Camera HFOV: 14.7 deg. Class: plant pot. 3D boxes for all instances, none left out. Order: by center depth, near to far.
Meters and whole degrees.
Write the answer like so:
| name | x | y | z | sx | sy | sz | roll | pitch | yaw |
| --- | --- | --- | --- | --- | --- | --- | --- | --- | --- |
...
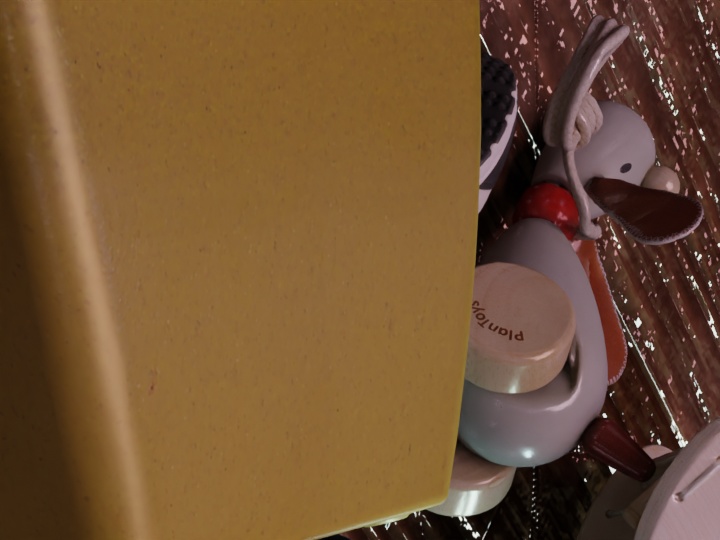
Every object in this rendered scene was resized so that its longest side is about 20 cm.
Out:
| name | x | y | z | sx | sy | sz | roll | pitch | yaw |
| --- | --- | --- | --- | --- | --- | --- | --- | --- | --- |
| plant pot | -0.084 | -0.004 | 0.714 | 0.200 | 0.200 | 0.177 | -8 | 84 | -54 |

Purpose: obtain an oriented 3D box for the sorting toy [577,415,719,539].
| name | x | y | z | sx | sy | sz | roll | pitch | yaw |
| --- | --- | --- | --- | --- | --- | --- | --- | --- | --- |
| sorting toy | 0.110 | 0.159 | 1.096 | 0.180 | 0.107 | 0.200 | -48 | 177 | -7 |

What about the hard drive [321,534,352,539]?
| name | x | y | z | sx | sy | sz | roll | pitch | yaw |
| --- | --- | --- | --- | --- | --- | --- | --- | --- | --- |
| hard drive | 0.019 | 0.187 | 0.978 | 0.033 | 0.139 | 0.201 | -32 | 122 | -28 |

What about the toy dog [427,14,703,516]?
| name | x | y | z | sx | sy | sz | roll | pitch | yaw |
| --- | --- | --- | --- | --- | --- | --- | --- | --- | --- |
| toy dog | 0.090 | 0.013 | 1.077 | 0.200 | 0.096 | 0.132 | -62 | 173 | -23 |

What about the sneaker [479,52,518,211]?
| name | x | y | z | sx | sy | sz | roll | pitch | yaw |
| --- | --- | --- | --- | --- | --- | --- | --- | --- | --- |
| sneaker | 0.000 | 0.000 | 0.997 | 0.200 | 0.074 | 0.080 | -59 | 156 | -32 |
